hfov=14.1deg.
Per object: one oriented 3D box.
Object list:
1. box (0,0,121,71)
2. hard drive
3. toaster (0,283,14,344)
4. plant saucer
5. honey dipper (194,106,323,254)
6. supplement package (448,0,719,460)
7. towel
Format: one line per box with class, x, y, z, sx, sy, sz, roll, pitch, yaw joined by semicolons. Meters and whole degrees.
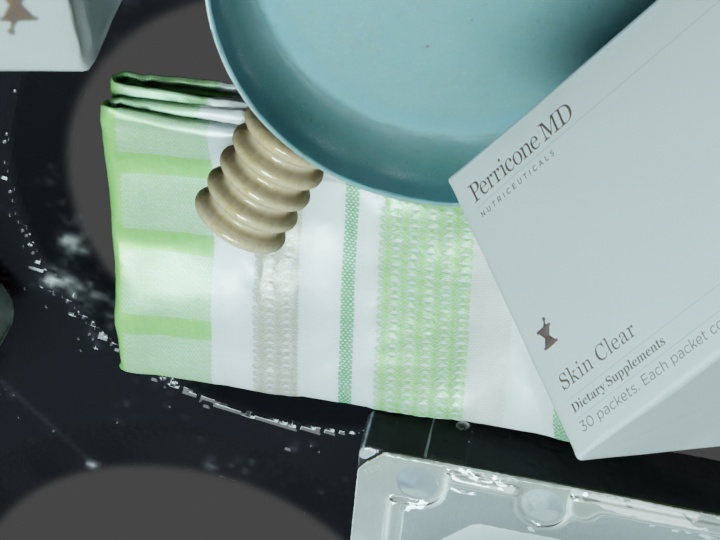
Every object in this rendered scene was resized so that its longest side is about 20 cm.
box;-0.173;-0.185;0.921;0.199;0.171;0.200;1;128;12
hard drive;0.093;0.131;1.196;0.200;0.038;0.140;11;129;6
toaster;-0.270;0.014;1.138;0.200;0.119;0.181;-24;118;29
plant saucer;0.045;-0.113;0.986;0.200;0.027;0.200;-5;124;-7
honey dipper;0.003;-0.092;1.028;0.038;0.038;0.200;28;116;-9
supplement package;0.160;-0.037;0.948;0.156;0.111;0.200;-1;148;-46
towel;0.000;0.000;1.119;0.200;0.031;0.149;7;128;8
